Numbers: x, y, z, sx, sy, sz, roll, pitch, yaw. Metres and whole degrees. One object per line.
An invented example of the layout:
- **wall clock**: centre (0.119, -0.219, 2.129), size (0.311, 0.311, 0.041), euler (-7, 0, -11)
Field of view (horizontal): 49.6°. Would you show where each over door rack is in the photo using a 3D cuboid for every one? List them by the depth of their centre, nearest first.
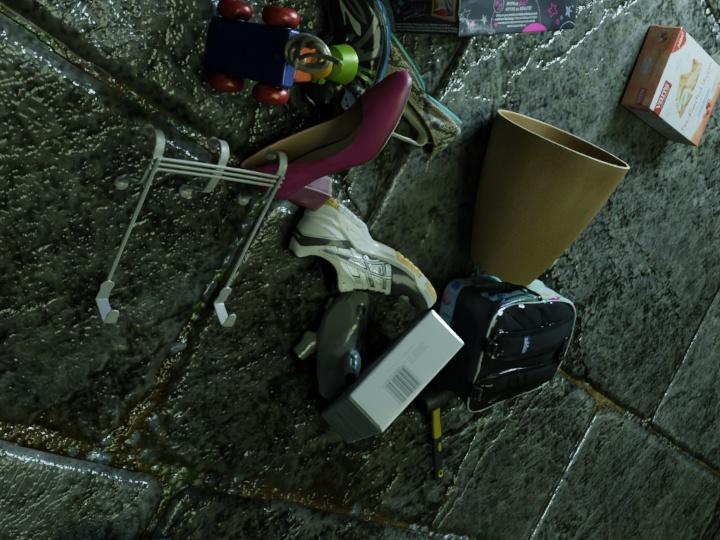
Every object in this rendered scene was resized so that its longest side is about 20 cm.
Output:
- **over door rack**: centre (-0.173, -0.043, 0.776), size (0.147, 0.067, 0.201), euler (4, 119, -39)

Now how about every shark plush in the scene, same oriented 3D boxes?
- **shark plush**: centre (-0.019, 0.062, 0.984), size (0.083, 0.091, 0.201), euler (43, 56, -63)

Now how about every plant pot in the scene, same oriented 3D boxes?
- **plant pot**: centre (0.230, -0.087, 1.051), size (0.186, 0.186, 0.201), euler (4, 116, -43)

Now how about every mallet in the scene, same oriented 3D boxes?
- **mallet**: centre (0.123, 0.241, 1.187), size (0.066, 0.041, 0.201), euler (-32, 131, -24)

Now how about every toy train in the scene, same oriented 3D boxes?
- **toy train**: centre (-0.046, -0.196, 0.727), size (0.115, 0.200, 0.085), euler (-7, 113, -45)

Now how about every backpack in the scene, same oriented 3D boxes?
- **backpack**: centre (0.204, 0.094, 1.110), size (0.199, 0.151, 0.178), euler (-5, 119, -31)

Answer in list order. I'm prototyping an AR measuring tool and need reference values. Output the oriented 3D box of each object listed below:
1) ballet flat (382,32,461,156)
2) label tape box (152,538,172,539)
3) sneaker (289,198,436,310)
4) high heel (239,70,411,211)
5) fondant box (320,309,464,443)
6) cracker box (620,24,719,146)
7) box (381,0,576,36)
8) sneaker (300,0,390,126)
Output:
- **ballet flat**: centre (0.051, -0.196, 0.910), size (0.075, 0.068, 0.200), euler (-50, 138, 0)
- **label tape box**: centre (-0.276, 0.397, 0.843), size (0.200, 0.063, 0.144), euler (-59, 156, -5)
- **sneaker**: centre (0.000, 0.000, 0.925), size (0.200, 0.076, 0.088), euler (37, 83, -20)
- **high heel**: centre (-0.036, -0.139, 0.790), size (0.096, 0.068, 0.200), euler (24, 126, -28)
- **fondant box**: centre (0.033, 0.136, 0.956), size (0.058, 0.200, 0.144), euler (46, 71, 2)
- **cracker box**: centre (0.521, -0.301, 1.287), size (0.200, 0.058, 0.134), euler (15, 97, -44)
- **box**: centre (0.134, -0.328, 0.875), size (0.200, 0.132, 0.115), euler (-16, 115, -37)
- **sneaker**: centre (-0.019, -0.213, 0.830), size (0.083, 0.071, 0.200), euler (-19, 123, -42)
